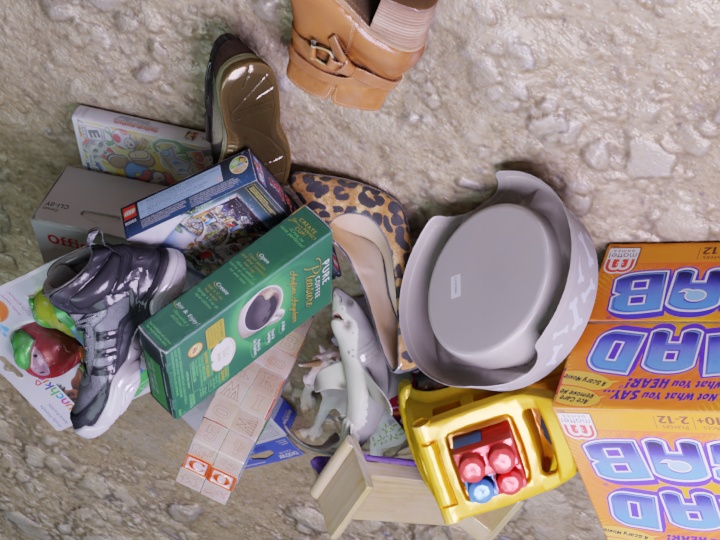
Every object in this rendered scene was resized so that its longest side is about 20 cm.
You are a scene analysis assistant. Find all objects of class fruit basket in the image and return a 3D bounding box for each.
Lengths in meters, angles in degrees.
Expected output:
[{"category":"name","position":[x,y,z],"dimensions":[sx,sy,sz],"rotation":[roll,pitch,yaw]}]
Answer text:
[{"category":"fruit basket","position":[-0.280,0.073,1.736],"dimensions":[0.199,0.094,0.186],"rotation":[-26,122,20]}]

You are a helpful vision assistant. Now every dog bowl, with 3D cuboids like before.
[{"category":"dog bowl","position":[0.125,0.015,1.568],"dimensions":[0.199,0.201,0.058],"rotation":[-18,148,41]}]

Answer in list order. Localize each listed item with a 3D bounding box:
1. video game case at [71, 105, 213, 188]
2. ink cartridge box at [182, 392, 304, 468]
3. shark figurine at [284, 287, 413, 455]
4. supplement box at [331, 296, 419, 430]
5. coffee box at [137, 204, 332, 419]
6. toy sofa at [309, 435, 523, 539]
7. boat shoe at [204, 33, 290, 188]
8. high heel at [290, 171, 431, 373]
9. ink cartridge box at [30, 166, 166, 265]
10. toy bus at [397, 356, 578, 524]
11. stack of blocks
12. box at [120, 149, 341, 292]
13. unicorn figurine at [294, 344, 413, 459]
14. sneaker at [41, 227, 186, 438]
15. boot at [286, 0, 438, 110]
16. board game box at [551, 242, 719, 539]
[{"category":"video game case","position":[-0.190,-0.069,1.776],"dimensions":[0.181,0.023,0.201],"rotation":[13,139,16]},{"category":"ink cartridge box","position":[-0.157,0.140,1.976],"dimensions":[0.119,0.042,0.200],"rotation":[-20,120,42]},{"category":"shark figurine","position":[0.008,0.128,1.748],"dimensions":[0.128,0.089,0.215],"rotation":[45,138,32]},{"category":"supplement box","position":[0.072,0.108,1.798],"dimensions":[0.108,0.061,0.200],"rotation":[-13,128,38]},{"category":"coffee box","position":[-0.110,0.038,1.622],"dimensions":[0.044,0.200,0.123],"rotation":[42,156,24]},{"category":"toy sofa","position":[0.054,0.209,1.756],"dimensions":[0.199,0.098,0.083],"rotation":[9,132,-31]},{"category":"boat shoe","position":[-0.106,-0.134,1.625],"dimensions":[0.073,0.065,0.201],"rotation":[-13,142,-15]},{"category":"high heel","position":[0.000,0.000,1.650],"dimensions":[0.199,0.143,0.071],"rotation":[34,143,-9]},{"category":"ink cartridge box","position":[-0.234,0.002,1.796],"dimensions":[0.144,0.084,0.201],"rotation":[11,139,17]},{"category":"toy bus","position":[0.141,0.147,1.600],"dimensions":[0.199,0.192,0.137],"rotation":[-18,101,3]},{"category":"stack of blocks","position":[-0.121,0.139,1.826],"dimensions":[0.058,0.201,0.115],"rotation":[25,140,1]},{"category":"box","position":[-0.119,-0.026,1.677],"dimensions":[0.136,0.038,0.200],"rotation":[-24,147,11]},{"category":"unicorn figurine","position":[-0.012,0.145,1.887],"dimensions":[0.199,0.074,0.137],"rotation":[25,134,-21]},{"category":"sneaker","position":[-0.246,0.053,1.616],"dimensions":[0.113,0.076,0.201],"rotation":[22,107,-22]},{"category":"boot","position":[-0.040,-0.222,1.495],"dimensions":[0.199,0.077,0.155],"rotation":[22,145,-6]},{"category":"board game box","position":[0.312,0.114,1.560],"dimensions":[0.199,0.200,0.201],"rotation":[-1,134,29]}]
